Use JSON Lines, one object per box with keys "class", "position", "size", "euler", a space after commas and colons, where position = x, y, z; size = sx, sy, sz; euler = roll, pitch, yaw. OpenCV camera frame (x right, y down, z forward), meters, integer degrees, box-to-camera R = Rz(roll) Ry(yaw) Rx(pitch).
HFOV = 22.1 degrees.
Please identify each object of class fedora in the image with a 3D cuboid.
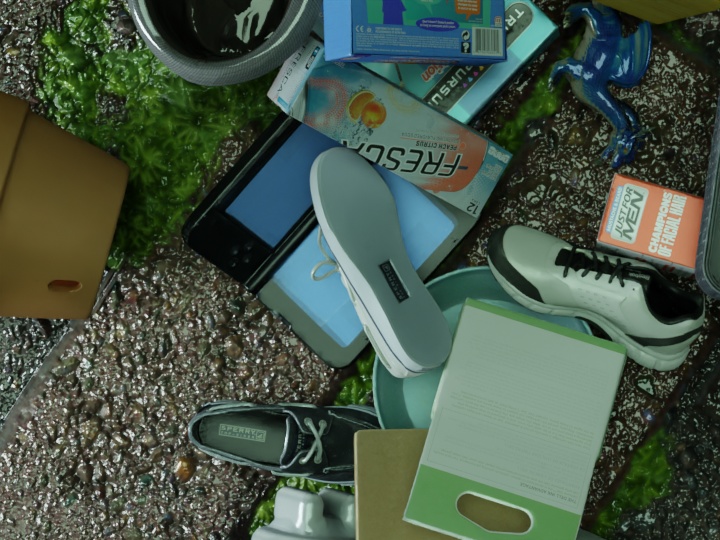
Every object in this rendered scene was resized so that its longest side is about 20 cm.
{"class": "fedora", "position": [-0.100, -0.250, 1.496], "size": [0.175, 0.090, 0.202], "euler": [4, 94, 13]}

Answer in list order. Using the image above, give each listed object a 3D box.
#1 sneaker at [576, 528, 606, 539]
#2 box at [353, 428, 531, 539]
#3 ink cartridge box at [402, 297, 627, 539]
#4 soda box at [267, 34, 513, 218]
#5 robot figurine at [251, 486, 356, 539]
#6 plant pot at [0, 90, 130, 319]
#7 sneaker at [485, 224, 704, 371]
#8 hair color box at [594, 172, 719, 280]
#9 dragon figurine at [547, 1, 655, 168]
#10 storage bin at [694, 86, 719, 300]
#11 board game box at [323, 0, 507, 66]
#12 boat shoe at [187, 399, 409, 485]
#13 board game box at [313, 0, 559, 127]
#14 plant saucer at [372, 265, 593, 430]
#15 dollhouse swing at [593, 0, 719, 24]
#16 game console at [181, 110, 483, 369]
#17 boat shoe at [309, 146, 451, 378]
{"class": "sneaker", "position": [0.129, 0.265, 1.576], "size": [0.198, 0.074, 0.117], "euler": [15, 92, 16]}
{"class": "box", "position": [0.077, 0.228, 1.520], "size": [0.161, 0.021, 0.202], "euler": [-1, 66, -1]}
{"class": "ink cartridge box", "position": [0.127, 0.137, 1.522], "size": [0.144, 0.048, 0.202], "euler": [17, 71, 3]}
{"class": "soda box", "position": [0.025, -0.119, 1.525], "size": [0.199, 0.068, 0.064], "euler": [27, 98, -25]}
{"class": "robot figurine", "position": [-0.042, 0.288, 1.570], "size": [0.168, 0.113, 0.202], "euler": [7, 87, -24]}
{"class": "plant pot", "position": [-0.281, -0.043, 1.584], "size": [0.139, 0.200, 0.202], "euler": [15, 90, -9]}
{"class": "sneaker", "position": [0.201, 0.007, 1.552], "size": [0.198, 0.080, 0.074], "euler": [25, 56, -4]}
{"class": "hair color box", "position": [0.299, -0.021, 1.543], "size": [0.198, 0.111, 0.065], "euler": [16, 89, 7]}
{"class": "dragon figurine", "position": [0.220, -0.190, 1.585], "size": [0.098, 0.059, 0.202], "euler": [14, 90, 7]}
{"class": "storage bin", "position": [0.341, -0.071, 1.437], "size": [0.134, 0.094, 0.202], "euler": [8, 88, 7]}
{"class": "board game box", "position": [0.042, -0.265, 1.454], "size": [0.151, 0.045, 0.202], "euler": [-1, 90, -32]}
{"class": "boat shoe", "position": [-0.052, 0.146, 1.599], "size": [0.198, 0.068, 0.073], "euler": [9, 89, 5]}
{"class": "board game box", "position": [0.051, -0.223, 1.613], "size": [0.200, 0.047, 0.151], "euler": [44, 93, 7]}
{"class": "plant saucer", "position": [0.109, 0.098, 1.592], "size": [0.198, 0.036, 0.202], "euler": [0, 83, 2]}
{"class": "dollhouse swing", "position": [0.261, -0.333, 1.496], "size": [0.180, 0.175, 0.202], "euler": [14, 70, -29]}
{"class": "game console", "position": [-0.022, -0.044, 1.584], "size": [0.200, 0.176, 0.116], "euler": [-48, 55, 2]}
{"class": "boat shoe", "position": [0.004, -0.001, 1.556], "size": [0.074, 0.086, 0.203], "euler": [-27, 87, -33]}
